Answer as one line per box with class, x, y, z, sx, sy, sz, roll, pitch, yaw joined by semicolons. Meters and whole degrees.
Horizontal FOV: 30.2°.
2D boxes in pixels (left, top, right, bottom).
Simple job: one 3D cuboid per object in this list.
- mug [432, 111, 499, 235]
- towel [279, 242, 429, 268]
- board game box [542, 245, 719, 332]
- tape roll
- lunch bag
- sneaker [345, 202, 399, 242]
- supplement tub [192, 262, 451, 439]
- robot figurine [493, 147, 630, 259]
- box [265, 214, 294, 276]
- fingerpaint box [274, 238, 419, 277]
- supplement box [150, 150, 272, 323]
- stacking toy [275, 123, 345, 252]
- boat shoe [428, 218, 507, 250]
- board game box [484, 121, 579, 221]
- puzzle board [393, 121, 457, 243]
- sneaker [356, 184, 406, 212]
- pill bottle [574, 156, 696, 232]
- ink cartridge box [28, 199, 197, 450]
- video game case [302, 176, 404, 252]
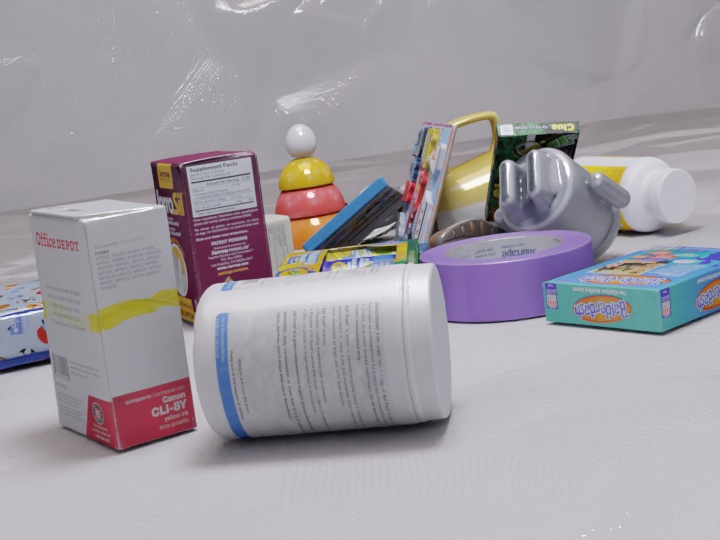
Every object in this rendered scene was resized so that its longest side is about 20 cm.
mug;0.163;-0.108;1.878;0.151;0.189;0.150;-17;-14;-7
towel;0.000;0.000;1.722;0.197;0.049;0.112;-6;7;17
board game box;0.311;0.016;1.397;0.198;0.046;0.151;-15;13;-39
tape roll;0.168;0.004;1.520;0.197;0.067;0.200;-8;10;1
lunch bag;-0.417;0.065;1.599;0.158;0.077;0.199;-14;12;-22
sneaker;-0.031;-0.082;2.133;0.197;0.081;0.074;-3;8;16
supplement tub;-0.029;0.067;1.107;0.196;0.134;0.132;-5;10;10
robot figurine;0.250;-0.078;1.664;0.168;0.115;0.199;-14;-29;37
box;-0.193;-0.015;1.828;0.197;0.097;0.077;-11;9;-26
fingerpaint box;-0.010;0.018;1.546;0.164;0.075;0.200;-7;10;5
supplement box;-0.182;-0.042;1.649;0.102;0.204;0.131;-11;9;-24
stacking toy;-0.079;-0.121;2.025;0.144;0.204;0.146;-7;10;1
boat shoe;0.148;-0.031;1.738;0.071;0.077;0.198;-4;0;41
board game box;0.218;-0.125;1.719;0.103;0.024;0.201;-1;-29;1
puzzle board;0.082;-0.103;1.822;0.017;0.203;0.151;12;5;-13
sneaker;0.068;-0.111;2.245;0.079;0.075;0.199;4;15;42
pill bottle;0.378;-0.108;1.889;0.103;0.106;0.199;-13;11;-30
ink cartridge box;-0.223;0.042;1.192;0.082;0.204;0.144;-13;11;-31
video game case;-0.003;-0.069;1.869;0.143;0.018;0.200;-41;-9;7
